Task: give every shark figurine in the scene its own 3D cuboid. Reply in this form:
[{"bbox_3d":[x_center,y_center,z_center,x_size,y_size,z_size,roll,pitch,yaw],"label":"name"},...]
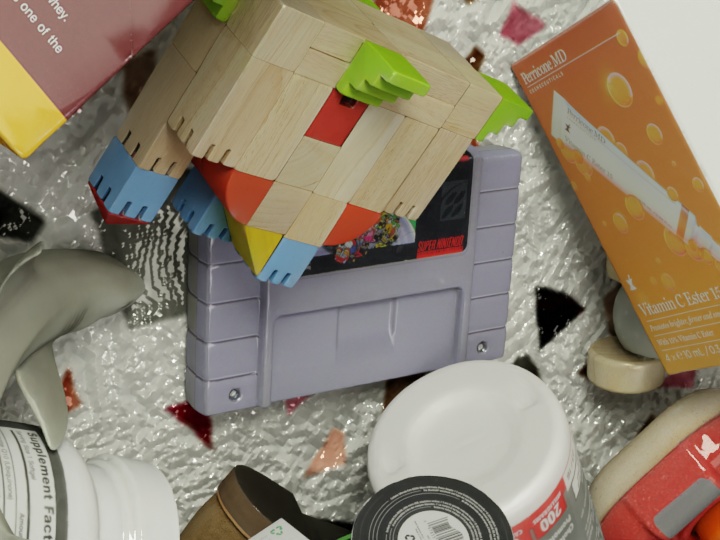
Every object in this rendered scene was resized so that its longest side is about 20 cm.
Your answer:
[{"bbox_3d":[-0.147,0.037,0.631,0.127,0.216,0.090,25,125,-22],"label":"shark figurine"}]

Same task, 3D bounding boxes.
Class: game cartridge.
[{"bbox_3d":[0.000,0.000,0.807,0.198,0.038,0.131,-9,116,-31],"label":"game cartridge"}]

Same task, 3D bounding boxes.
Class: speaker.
[{"bbox_3d":[0.031,0.199,0.765,0.081,0.081,0.202,-23,139,-25],"label":"speaker"}]

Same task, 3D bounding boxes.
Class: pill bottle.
[{"bbox_3d":[0.083,0.157,0.857,0.114,0.114,0.201,-39,135,-16],"label":"pill bottle"},{"bbox_3d":[-0.190,0.123,0.673,0.198,0.116,0.117,14,99,-37],"label":"pill bottle"}]

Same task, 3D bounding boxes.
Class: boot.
[{"bbox_3d":[-0.026,0.189,0.846,0.076,0.074,0.200,-46,120,8],"label":"boot"}]

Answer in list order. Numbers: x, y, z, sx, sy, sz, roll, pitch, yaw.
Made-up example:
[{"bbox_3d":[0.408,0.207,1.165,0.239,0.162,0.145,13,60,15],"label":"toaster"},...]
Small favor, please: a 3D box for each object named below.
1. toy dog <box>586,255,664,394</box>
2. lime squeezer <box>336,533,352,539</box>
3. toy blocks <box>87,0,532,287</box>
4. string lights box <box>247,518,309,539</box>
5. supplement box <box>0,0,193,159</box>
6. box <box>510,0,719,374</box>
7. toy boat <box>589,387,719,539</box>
[{"bbox_3d":[0.234,0.020,0.930,0.199,0.096,0.133,-30,124,-21],"label":"toy dog"},{"bbox_3d":[-0.089,0.183,0.760,0.199,0.071,0.038,-30,82,-28],"label":"lime squeezer"},{"bbox_3d":[-0.030,-0.057,0.688,0.199,0.100,0.137,13,119,-47],"label":"toy blocks"},{"bbox_3d":[-0.046,0.235,0.732,0.102,0.059,0.202,-29,128,-30],"label":"string lights box"},{"bbox_3d":[-0.120,-0.187,0.499,0.200,0.132,0.198,-45,122,-11],"label":"supplement box"},{"bbox_3d":[0.187,-0.058,0.804,0.097,0.124,0.202,-28,91,-21],"label":"box"},{"bbox_3d":[0.238,0.163,0.937,0.131,0.131,0.199,-45,149,14],"label":"toy boat"}]
